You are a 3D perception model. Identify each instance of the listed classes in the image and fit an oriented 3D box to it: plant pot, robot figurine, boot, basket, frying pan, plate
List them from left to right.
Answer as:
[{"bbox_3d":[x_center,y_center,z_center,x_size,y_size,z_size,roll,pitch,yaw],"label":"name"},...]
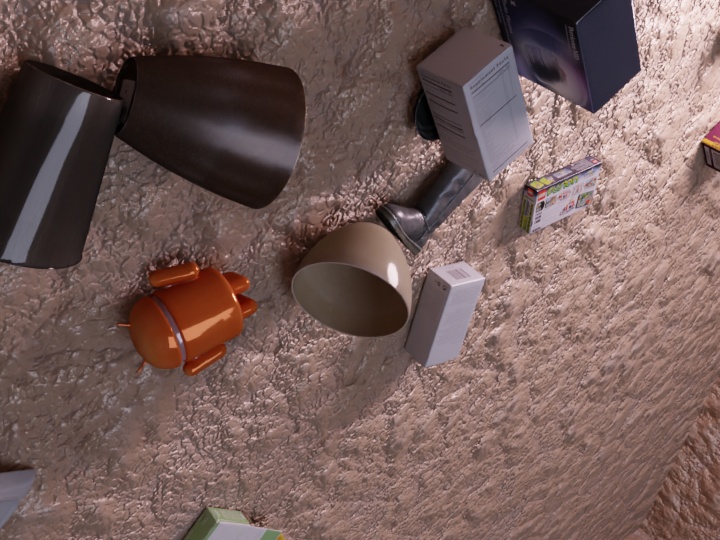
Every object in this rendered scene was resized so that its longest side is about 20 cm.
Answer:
[{"bbox_3d":[-0.570,0.371,1.143,0.200,0.032,0.200,-51,164,2],"label":"plate"},{"bbox_3d":[-0.357,-0.122,0.920,0.180,0.135,0.201,-43,157,-78],"label":"basket"},{"bbox_3d":[-0.253,0.068,1.191,0.199,0.117,0.144,-28,152,-26],"label":"robot figurine"},{"bbox_3d":[-0.199,-0.187,1.003,0.199,0.187,0.188,10,114,-35],"label":"plant pot"},{"bbox_3d":[0.000,0.000,1.343,0.201,0.199,0.135,70,31,-47],"label":"plant pot"},{"bbox_3d":[0.129,-0.134,1.427,0.200,0.073,0.182,-44,155,4],"label":"boot"},{"bbox_3d":[0.158,-0.288,1.360,0.189,0.031,0.116,-29,136,-28],"label":"frying pan"}]

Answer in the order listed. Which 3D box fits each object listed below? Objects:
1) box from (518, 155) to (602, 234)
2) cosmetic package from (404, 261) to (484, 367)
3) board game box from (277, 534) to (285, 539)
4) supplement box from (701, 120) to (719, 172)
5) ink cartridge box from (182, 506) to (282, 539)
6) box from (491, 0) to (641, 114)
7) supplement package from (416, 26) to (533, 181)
[{"bbox_3d":[0.423,-0.161,1.714,0.199,0.035,0.111,-24,135,-29],"label":"box"},{"bbox_3d":[0.169,0.089,1.645,0.101,0.071,0.201,-11,127,-38],"label":"cosmetic package"},{"bbox_3d":[-0.245,0.651,1.743,0.199,0.030,0.096,-27,136,-23],"label":"board game box"},{"bbox_3d":[0.961,-0.349,2.036,0.200,0.086,0.110,-47,141,-3],"label":"supplement box"},{"bbox_3d":[-0.269,0.552,1.619,0.146,0.048,0.200,-54,142,5],"label":"ink cartridge box"},{"bbox_3d":[0.329,-0.392,1.307,0.123,0.198,0.200,-43,140,-7],"label":"box"},{"bbox_3d":[0.187,-0.265,1.301,0.114,0.109,0.201,-41,137,-14],"label":"supplement package"}]
